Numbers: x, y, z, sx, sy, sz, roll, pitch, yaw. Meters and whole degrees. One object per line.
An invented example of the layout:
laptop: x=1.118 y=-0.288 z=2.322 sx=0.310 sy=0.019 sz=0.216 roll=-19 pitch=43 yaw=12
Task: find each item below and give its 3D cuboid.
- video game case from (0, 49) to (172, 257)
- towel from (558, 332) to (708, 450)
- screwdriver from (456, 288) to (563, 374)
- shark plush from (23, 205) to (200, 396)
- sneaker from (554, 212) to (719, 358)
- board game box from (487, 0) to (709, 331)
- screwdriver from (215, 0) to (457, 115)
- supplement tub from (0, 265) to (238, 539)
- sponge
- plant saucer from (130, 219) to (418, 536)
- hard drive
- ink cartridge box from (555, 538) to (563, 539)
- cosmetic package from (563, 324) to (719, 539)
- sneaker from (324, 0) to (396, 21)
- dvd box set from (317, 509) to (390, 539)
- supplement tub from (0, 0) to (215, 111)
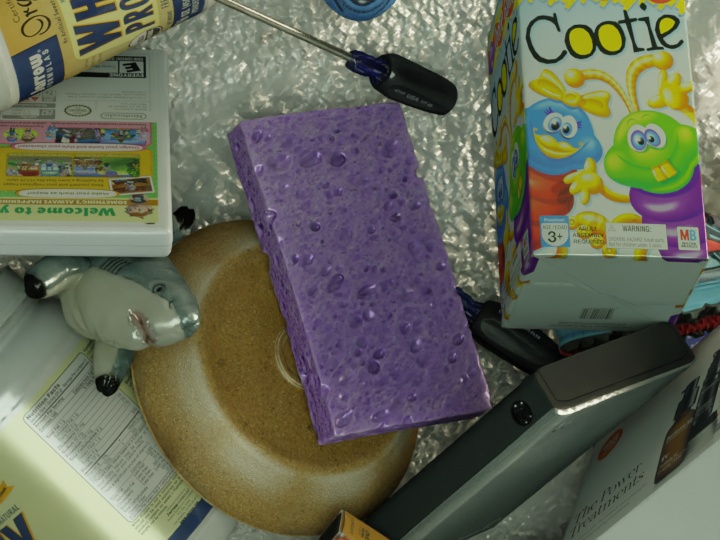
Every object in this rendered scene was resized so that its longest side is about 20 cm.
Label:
video game case: x=-0.209 y=-0.071 z=1.358 sx=0.199 sy=0.183 sz=0.022 roll=1 pitch=129 yaw=-6
towel: x=0.214 y=0.089 z=1.493 sx=0.144 sy=0.024 sz=0.201 roll=-20 pitch=99 yaw=-4
screwdriver: x=0.042 y=0.002 z=1.457 sx=0.200 sy=0.028 sz=0.029 roll=38 pitch=71 yaw=-1
shark plush: x=-0.127 y=-0.007 z=1.365 sx=0.083 sy=0.200 sz=0.091 roll=-25 pitch=111 yaw=13
sneaker: x=0.207 y=-0.012 z=1.438 sx=0.199 sy=0.079 sz=0.096 roll=-14 pitch=76 yaw=-10
board game box: x=0.136 y=-0.077 z=1.378 sx=0.104 sy=0.103 sz=0.201 roll=1 pitch=65 yaw=-6
screwdriver: x=-0.019 y=-0.131 z=1.395 sx=0.199 sy=0.029 sz=0.028 roll=18 pitch=73 yaw=-36
supplement tub: x=-0.179 y=0.110 z=1.393 sx=0.200 sy=0.145 sz=0.145 roll=44 pitch=91 yaw=-9
sponge: x=0.000 y=0.000 z=1.401 sx=0.111 sy=0.030 sz=0.201 roll=-9 pitch=75 yaw=-30
plant saucer: x=-0.041 y=0.056 z=1.396 sx=0.199 sy=0.035 sz=0.201 roll=14 pitch=61 yaw=-28
hard drive: x=0.090 y=0.108 z=1.383 sx=0.200 sy=0.139 sz=0.033 roll=-45 pitch=71 yaw=39
ink cartridge box: x=0.109 y=0.253 z=1.458 sx=0.199 sy=0.083 sz=0.146 roll=-13 pitch=106 yaw=0
cosmetic package: x=0.203 y=0.095 z=1.364 sx=0.052 sy=0.151 sz=0.200 roll=40 pitch=126 yaw=-7
sneaker: x=0.012 y=-0.249 z=1.403 sx=0.066 sy=0.078 sz=0.201 roll=7 pitch=95 yaw=-5
dvd box set: x=0.029 y=0.249 z=1.384 sx=0.200 sy=0.029 sz=0.147 roll=34 pitch=112 yaw=-11
supplement tub: x=-0.192 y=-0.177 z=1.339 sx=0.199 sy=0.144 sz=0.145 roll=-28 pitch=99 yaw=-14
